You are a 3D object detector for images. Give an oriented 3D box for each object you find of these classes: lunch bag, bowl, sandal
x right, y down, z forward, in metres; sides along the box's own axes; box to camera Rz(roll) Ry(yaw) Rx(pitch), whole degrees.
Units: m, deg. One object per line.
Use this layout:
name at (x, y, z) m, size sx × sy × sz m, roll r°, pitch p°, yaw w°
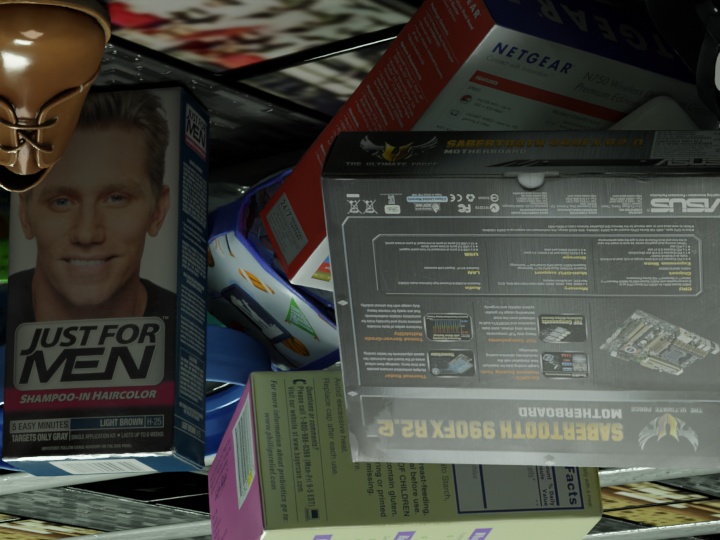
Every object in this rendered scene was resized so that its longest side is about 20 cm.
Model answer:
lunch bag at (0.000, 0.000, 1.584) m, size 0.199 × 0.125 × 0.170 m, roll 11°, pitch 169°, yaw -16°
bowl at (-0.144, 0.076, 1.596) m, size 0.199 × 0.040 × 0.201 m, roll -6°, pitch 161°, yaw -2°
sandal at (0.189, -0.093, 1.269) m, size 0.076 × 0.043 × 0.200 m, roll -15°, pitch 141°, yaw 17°

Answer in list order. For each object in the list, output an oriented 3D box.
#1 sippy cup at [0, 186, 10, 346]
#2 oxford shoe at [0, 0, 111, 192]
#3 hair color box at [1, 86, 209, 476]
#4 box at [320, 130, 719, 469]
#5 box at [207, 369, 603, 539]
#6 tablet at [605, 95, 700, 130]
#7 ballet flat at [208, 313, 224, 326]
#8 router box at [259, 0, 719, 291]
sippy cup at (-0.232, 0.001, 1.608) m, size 0.130 × 0.140 × 0.178 m, roll -3°, pitch -148°, yaw -33°
oxford shoe at (-0.162, -0.089, 1.346) m, size 0.071 × 0.072 × 0.200 m, roll 3°, pitch 164°, yaw -6°
hair color box at (-0.136, 0.007, 1.452) m, size 0.099 × 0.201 × 0.061 m, roll -3°, pitch 166°, yaw 13°
box at (0.088, 0.014, 1.263) m, size 0.199 × 0.159 × 0.048 m, roll 0°, pitch -151°, yaw 12°
box at (0.021, 0.130, 1.591) m, size 0.199 × 0.097 × 0.176 m, roll -1°, pitch 158°, yaw -12°
tablet at (0.144, -0.008, 1.385) m, size 0.130 × 0.014 × 0.200 m, roll -34°, pitch 143°, yaw 12°
ballet flat at (-0.050, 0.006, 1.745) m, size 0.199 × 0.075 × 0.074 m, roll 4°, pitch 166°, yaw -35°
router box at (0.080, -0.054, 1.345) m, size 0.199 × 0.049 × 0.180 m, roll 13°, pitch 129°, yaw -39°
